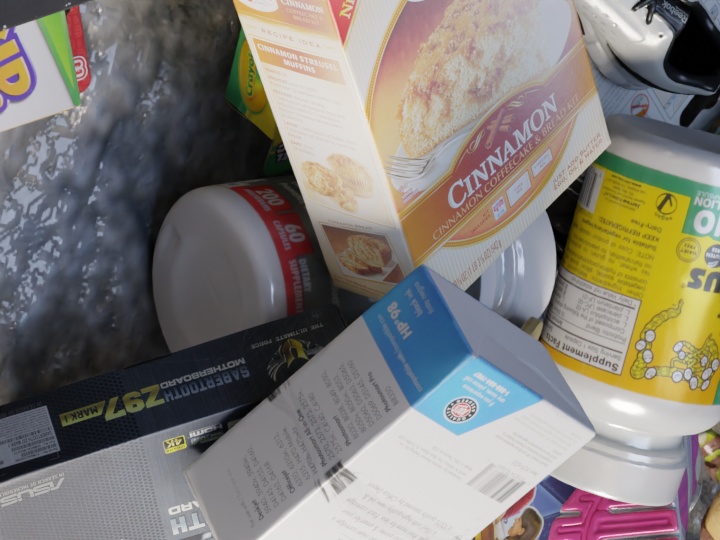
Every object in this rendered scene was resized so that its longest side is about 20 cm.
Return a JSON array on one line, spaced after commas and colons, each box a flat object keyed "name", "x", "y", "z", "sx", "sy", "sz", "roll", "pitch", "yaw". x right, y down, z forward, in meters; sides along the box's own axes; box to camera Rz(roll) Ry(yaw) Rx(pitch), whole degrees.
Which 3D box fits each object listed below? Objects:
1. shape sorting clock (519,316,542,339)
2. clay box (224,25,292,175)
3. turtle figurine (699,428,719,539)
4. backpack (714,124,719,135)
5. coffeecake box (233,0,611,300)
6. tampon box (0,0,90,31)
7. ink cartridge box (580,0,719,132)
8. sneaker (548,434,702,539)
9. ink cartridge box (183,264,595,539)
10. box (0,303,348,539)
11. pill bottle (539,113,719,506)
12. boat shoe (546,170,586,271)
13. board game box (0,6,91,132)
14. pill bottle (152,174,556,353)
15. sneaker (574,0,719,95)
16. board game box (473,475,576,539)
[{"name": "shape sorting clock", "x": 0.049, "y": 0.115, "z": 1.404, "sx": 0.200, "sy": 0.039, "sz": 0.200, "roll": 22, "pitch": 90, "yaw": -84}, {"name": "clay box", "x": -0.003, "y": -0.150, "z": 1.356, "sx": 0.115, "sy": 0.048, "sz": 0.200, "roll": -20, "pitch": 141, "yaw": -40}, {"name": "turtle figurine", "x": 0.224, "y": 0.161, "z": 1.607, "sx": 0.064, "sy": 0.200, "sz": 0.161, "roll": 4, "pitch": 128, "yaw": -16}, {"name": "backpack", "x": 0.280, "y": -0.053, "z": 1.561, "sx": 0.200, "sy": 0.167, "sz": 0.127, "roll": -49, "pitch": 120, "yaw": -29}, {"name": "coffeecake box", "x": 0.032, "y": -0.104, "z": 1.272, "sx": 0.154, "sy": 0.073, "sz": 0.200, "roll": -44, "pitch": 133, "yaw": -29}, {"name": "tampon box", "x": -0.177, "y": -0.192, "z": 1.152, "sx": 0.150, "sy": 0.200, "sz": 0.126, "roll": -24, "pitch": 116, "yaw": -31}, {"name": "ink cartridge box", "x": 0.160, "y": -0.161, "z": 1.529, "sx": 0.160, "sy": 0.047, "sz": 0.200, "roll": -51, "pitch": 133, "yaw": -16}, {"name": "sneaker", "x": 0.166, "y": 0.136, "z": 1.545, "sx": 0.088, "sy": 0.081, "sz": 0.200, "roll": 44, "pitch": 52, "yaw": -59}, {"name": "ink cartridge box", "x": -0.001, "y": 0.100, "z": 1.260, "sx": 0.200, "sy": 0.067, "sz": 0.116, "roll": -41, "pitch": 140, "yaw": 14}, {"name": "box", "x": -0.091, "y": 0.110, "z": 1.317, "sx": 0.200, "sy": 0.051, "sz": 0.158, "roll": -16, "pitch": 141, "yaw": -9}, {"name": "pill bottle", "x": 0.162, "y": 0.023, "z": 1.450, "sx": 0.113, "sy": 0.113, "sz": 0.200, "roll": 7, "pitch": 103, "yaw": -39}, {"name": "boat shoe", "x": 0.144, "y": -0.012, "z": 1.542, "sx": 0.200, "sy": 0.070, "sz": 0.066, "roll": 42, "pitch": 74, "yaw": -45}, {"name": "board game box", "x": -0.217, "y": -0.103, "z": 1.259, "sx": 0.200, "sy": 0.030, "sz": 0.096, "roll": -23, "pitch": 116, "yaw": -34}, {"name": "pill bottle", "x": 0.000, "y": 0.000, "z": 1.397, "sx": 0.200, "sy": 0.114, "sz": 0.114, "roll": -10, "pitch": 108, "yaw": -36}, {"name": "sneaker", "x": 0.140, "y": -0.164, "z": 1.426, "sx": 0.200, "sy": 0.080, "sz": 0.074, "roll": 38, "pitch": 80, "yaw": -40}, {"name": "board game box", "x": 0.060, "y": 0.121, "z": 1.527, "sx": 0.135, "sy": 0.034, "sz": 0.200, "roll": -31, "pitch": 119, "yaw": -29}]
